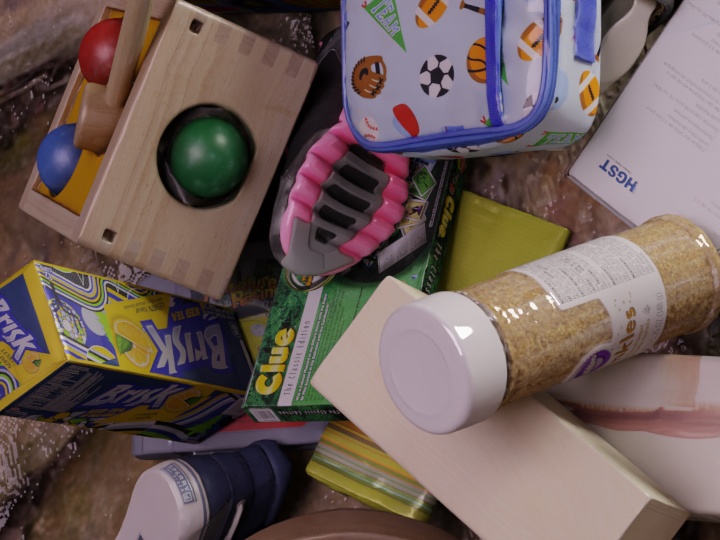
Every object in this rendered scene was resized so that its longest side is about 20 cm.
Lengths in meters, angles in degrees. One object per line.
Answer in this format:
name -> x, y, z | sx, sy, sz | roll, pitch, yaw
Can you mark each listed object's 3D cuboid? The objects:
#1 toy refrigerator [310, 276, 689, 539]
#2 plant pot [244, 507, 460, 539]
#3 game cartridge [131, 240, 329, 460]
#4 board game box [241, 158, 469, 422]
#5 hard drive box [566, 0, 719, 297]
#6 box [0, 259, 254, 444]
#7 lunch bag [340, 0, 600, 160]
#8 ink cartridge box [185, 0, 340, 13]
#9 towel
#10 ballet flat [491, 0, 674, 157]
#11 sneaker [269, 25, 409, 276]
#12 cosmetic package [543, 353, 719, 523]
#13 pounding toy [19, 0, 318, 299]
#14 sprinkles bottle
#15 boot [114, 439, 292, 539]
toy refrigerator -> 0.074, 0.095, 1.248 | 0.200, 0.070, 0.076 | 40, 97, 30
plant pot -> -0.004, 0.208, 1.358 | 0.201, 0.201, 0.093 | -40, 21, 20
game cartridge -> -0.062, 0.049, 1.484 | 0.199, 0.041, 0.134 | -7, 74, 32
board game box -> 0.000, 0.000, 1.411 | 0.104, 0.023, 0.201 | -1, 57, 27
hard drive box -> 0.236, -0.087, 1.291 | 0.156, 0.077, 0.200 | 42, 103, 31
box -> -0.144, 0.052, 1.395 | 0.064, 0.200, 0.070 | -33, 66, 23
lunch bag -> 0.065, -0.164, 1.309 | 0.160, 0.075, 0.201 | -5, 82, 41
ink cartridge box -> -0.046, -0.212, 1.459 | 0.199, 0.136, 0.077 | 0, 82, 33
towel -> 0.048, 0.051, 1.397 | 0.086, 0.018, 0.201 | 22, 79, 28
ballet flat -> 0.115, -0.117, 1.346 | 0.200, 0.068, 0.069 | -52, 31, 40
sneaker -> -0.017, -0.078, 1.427 | 0.095, 0.079, 0.201 | -11, 47, 46
cosmetic package -> 0.170, 0.092, 1.286 | 0.199, 0.103, 0.088 | 1, 82, 31
pounding toy -> -0.127, -0.099, 1.422 | 0.185, 0.142, 0.200 | -67, 23, 1
sprinkles bottle -> 0.102, 0.025, 1.208 | 0.068, 0.199, 0.069 | 22, 121, 43
boot -> -0.111, 0.182, 1.474 | 0.073, 0.090, 0.200 | 60, 141, 23
